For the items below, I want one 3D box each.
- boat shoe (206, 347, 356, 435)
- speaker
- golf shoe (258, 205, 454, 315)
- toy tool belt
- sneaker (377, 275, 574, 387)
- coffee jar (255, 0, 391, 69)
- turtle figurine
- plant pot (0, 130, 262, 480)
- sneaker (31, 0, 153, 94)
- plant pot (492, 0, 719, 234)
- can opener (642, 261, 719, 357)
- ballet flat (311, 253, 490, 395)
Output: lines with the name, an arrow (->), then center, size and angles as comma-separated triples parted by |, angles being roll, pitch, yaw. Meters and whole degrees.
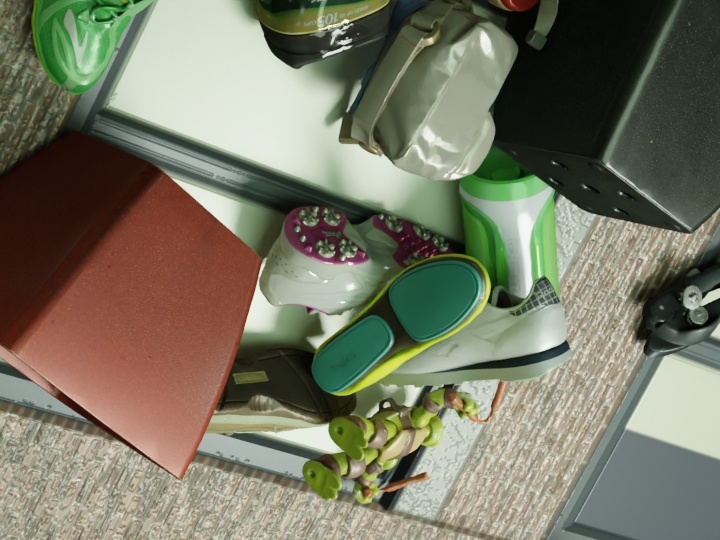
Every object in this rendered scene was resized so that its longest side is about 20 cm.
boat shoe -> -0.095, 0.110, 1.796 | 0.200, 0.072, 0.076 | 7, 145, -41
speaker -> 0.132, -0.006, 1.847 | 0.088, 0.088, 0.200 | -19, 122, -21
golf shoe -> 0.000, 0.000, 1.795 | 0.200, 0.075, 0.092 | 11, 132, -36
toy tool belt -> 0.058, -0.177, 1.704 | 0.125, 0.123, 0.200 | 25, 93, -43
sneaker -> 0.086, 0.053, 1.814 | 0.076, 0.200, 0.081 | -36, 113, -59
coffee jar -> -0.037, -0.258, 1.619 | 0.104, 0.085, 0.200 | -22, 124, -19
turtle figurine -> 0.031, 0.141, 1.844 | 0.161, 0.064, 0.200 | -9, 153, -51
plant pot -> -0.196, 0.011, 1.608 | 0.200, 0.200, 0.176 | 42, 79, -38
sneaker -> -0.179, -0.221, 1.556 | 0.074, 0.084, 0.200 | 18, 105, -36
plant pot -> 0.225, -0.143, 1.733 | 0.200, 0.199, 0.178 | 32, 80, -38
can opener -> 0.350, 0.016, 2.012 | 0.200, 0.079, 0.063 | -29, 87, -18
ballet flat -> 0.041, 0.041, 1.766 | 0.200, 0.067, 0.067 | -35, 168, 33
